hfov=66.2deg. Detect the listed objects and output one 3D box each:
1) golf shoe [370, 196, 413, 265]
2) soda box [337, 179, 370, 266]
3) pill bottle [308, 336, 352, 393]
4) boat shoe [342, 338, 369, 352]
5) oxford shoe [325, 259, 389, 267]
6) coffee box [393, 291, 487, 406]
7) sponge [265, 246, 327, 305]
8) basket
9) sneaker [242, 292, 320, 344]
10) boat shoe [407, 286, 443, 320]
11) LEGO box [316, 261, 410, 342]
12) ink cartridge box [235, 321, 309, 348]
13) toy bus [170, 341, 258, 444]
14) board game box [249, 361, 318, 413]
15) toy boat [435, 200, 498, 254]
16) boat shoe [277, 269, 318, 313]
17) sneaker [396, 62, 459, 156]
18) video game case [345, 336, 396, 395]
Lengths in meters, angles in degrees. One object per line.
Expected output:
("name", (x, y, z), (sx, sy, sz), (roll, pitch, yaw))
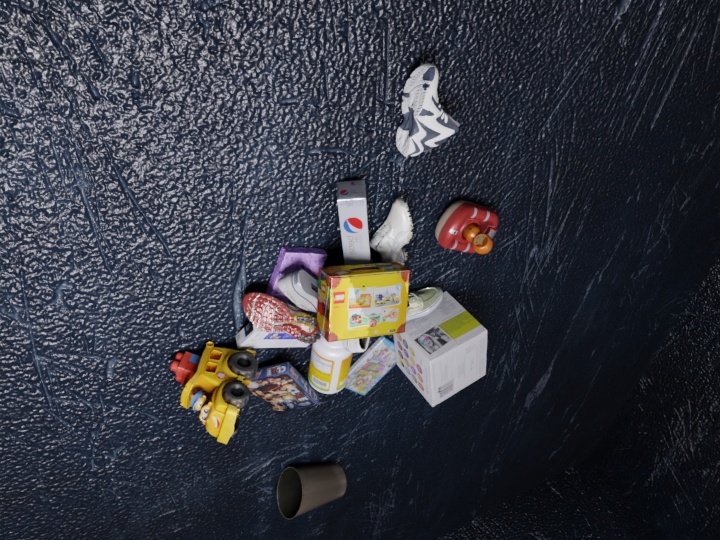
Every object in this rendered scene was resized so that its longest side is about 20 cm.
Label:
("golf shoe", (0.068, -0.080, 1.320), (0.095, 0.079, 0.203), (-10, 131, -20))
("soda box", (-0.013, -0.099, 1.233), (0.062, 0.069, 0.202), (-3, 134, 1))
("pill bottle", (-0.075, 0.217, 1.452), (0.109, 0.111, 0.203), (-11, 132, -27))
("boat shoe", (0.007, 0.100, 1.356), (0.071, 0.065, 0.204), (26, 71, -37))
("oxford shoe", (0.000, 0.000, 1.317), (0.196, 0.072, 0.073), (-1, 144, -14))
("coffee box", (0.227, 0.223, 1.596), (0.197, 0.198, 0.202), (-25, 133, -18))
("sponge", (-0.161, 0.036, 1.291), (0.110, 0.030, 0.202), (2, 125, -36))
("basket", (-0.156, 0.717, 1.834), (0.198, 0.136, 0.183), (3, 120, -41))
("sneaker", (-0.183, 0.106, 1.260), (0.198, 0.082, 0.079), (30, 90, -27))
("boat shoe", (0.140, 0.094, 1.527), (0.197, 0.072, 0.063), (-27, 141, -8))
("LEGO box", (0.006, 0.067, 1.244), (0.196, 0.077, 0.152), (-4, 107, -24))
("ink cartridge box", (-0.193, 0.154, 1.342), (0.197, 0.040, 0.099), (6, 147, -38))
("toy bus", (-0.341, 0.261, 1.245), (0.189, 0.201, 0.137), (20, 123, -11))
("board game box", (-0.208, 0.313, 1.461), (0.133, 0.035, 0.201), (-14, 140, 14))
("toy boat", (0.289, -0.093, 1.418), (0.197, 0.131, 0.132), (7, 122, -39))
("boat shoe", (-0.125, 0.059, 1.268), (0.064, 0.073, 0.200), (-12, 158, 16))
("sneaker", (0.155, -0.334, 1.147), (0.128, 0.080, 0.202), (-15, 134, -26))
("video game case", (0.038, 0.290, 1.669), (0.200, 0.018, 0.143), (-46, 138, 9))
